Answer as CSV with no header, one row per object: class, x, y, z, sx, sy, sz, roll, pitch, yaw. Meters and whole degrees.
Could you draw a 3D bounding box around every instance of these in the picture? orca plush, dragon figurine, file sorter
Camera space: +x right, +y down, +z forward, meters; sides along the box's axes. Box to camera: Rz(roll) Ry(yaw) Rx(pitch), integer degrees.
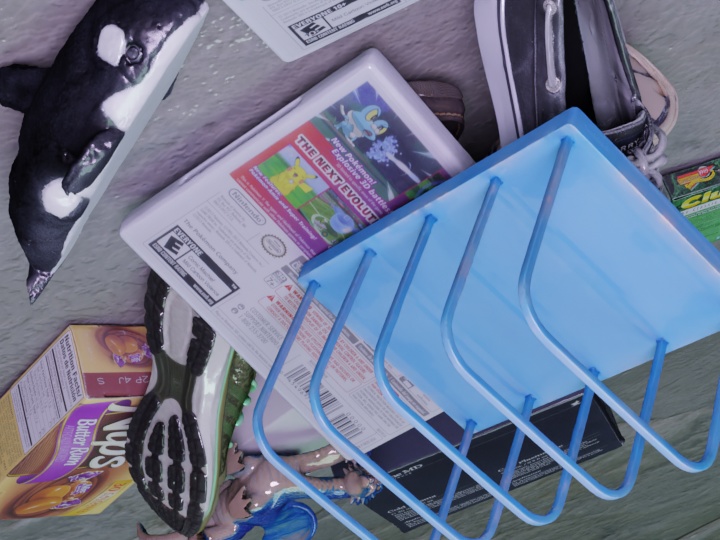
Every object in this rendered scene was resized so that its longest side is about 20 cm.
orca plush,-0.140,-0.074,0.753,0.106,0.071,0.200,-58,-175,-33
dragon figurine,-0.066,0.158,1.080,0.099,0.059,0.200,11,143,-39
file sorter,0.063,0.046,0.772,0.139,0.123,0.199,42,136,-20

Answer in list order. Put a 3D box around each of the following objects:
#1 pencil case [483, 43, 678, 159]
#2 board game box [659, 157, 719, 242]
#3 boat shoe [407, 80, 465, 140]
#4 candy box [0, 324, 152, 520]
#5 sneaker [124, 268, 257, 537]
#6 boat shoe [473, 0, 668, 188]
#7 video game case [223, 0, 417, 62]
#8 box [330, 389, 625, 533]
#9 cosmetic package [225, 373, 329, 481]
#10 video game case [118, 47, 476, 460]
pencil case,0.104,-0.056,0.925,0.089,0.078,0.200,-21,161,-31
board game box,0.301,-0.065,1.124,0.199,0.024,0.105,-18,159,-5
boat shoe,0.008,-0.032,0.909,0.074,0.074,0.200,-5,153,-29
candy box,-0.186,0.106,1.090,0.116,0.057,0.200,3,150,-40
sneaker,-0.087,0.076,1.000,0.088,0.077,0.201,-17,127,-46
boat shoe,0.116,-0.061,0.789,0.073,0.201,0.068,-25,-158,-32
video game case,0.017,-0.172,0.674,0.199,0.024,0.182,-24,156,13
box,0.083,0.105,1.230,0.199,0.105,0.182,-23,157,8
cosmetic package,-0.056,0.090,1.116,0.107,0.085,0.200,7,145,-44
video game case,0.000,0.000,0.866,0.182,0.023,0.200,-30,116,28
